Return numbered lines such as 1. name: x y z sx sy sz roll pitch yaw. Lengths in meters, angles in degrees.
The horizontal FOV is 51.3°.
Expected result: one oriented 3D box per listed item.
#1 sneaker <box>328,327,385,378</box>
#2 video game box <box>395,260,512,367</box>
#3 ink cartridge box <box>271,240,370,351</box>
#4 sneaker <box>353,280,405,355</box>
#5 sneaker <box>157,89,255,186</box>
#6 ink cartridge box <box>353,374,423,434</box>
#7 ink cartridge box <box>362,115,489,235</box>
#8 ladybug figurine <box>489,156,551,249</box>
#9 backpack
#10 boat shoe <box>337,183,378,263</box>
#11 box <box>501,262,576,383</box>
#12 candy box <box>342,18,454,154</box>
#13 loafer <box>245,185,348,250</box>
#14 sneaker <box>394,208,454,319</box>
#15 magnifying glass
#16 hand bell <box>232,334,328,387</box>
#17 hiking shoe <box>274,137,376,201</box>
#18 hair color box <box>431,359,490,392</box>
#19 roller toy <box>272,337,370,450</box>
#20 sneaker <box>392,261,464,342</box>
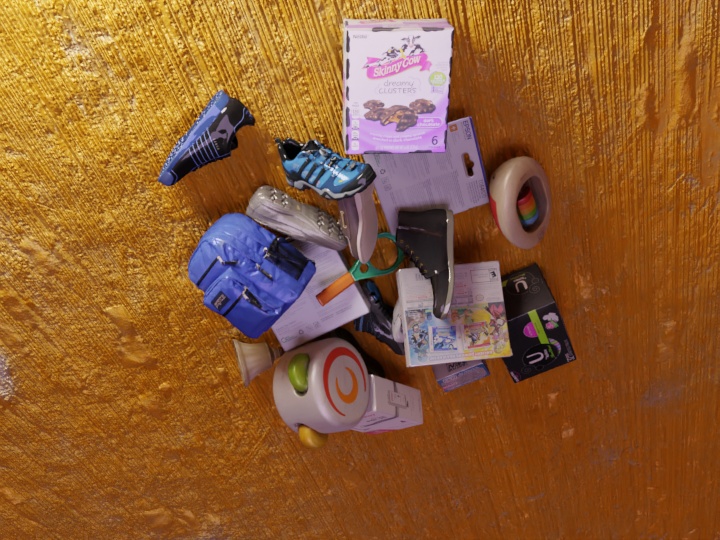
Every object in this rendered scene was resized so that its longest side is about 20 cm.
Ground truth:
1. sneaker: -0.024 0.201 1.631 0.075 0.071 0.200 -29 128 17
2. video game box: 0.175 0.082 1.416 0.198 0.184 0.047 -4 169 -8
3. ink cartridge box: -0.109 0.033 1.474 0.195 0.043 0.201 -25 103 13
4. sneaker: 0.033 0.106 1.566 0.082 0.073 0.200 -25 120 18
5. sneaker: -0.257 -0.202 1.246 0.078 0.070 0.200 34 117 -24
6. ink cartridge box: 0.026 0.299 1.657 0.146 0.083 0.200 -19 153 30
7. ink cartridge box: 0.120 -0.175 1.350 0.199 0.041 0.200 -17 131 5
8. ladybug figurine: 0.290 -0.124 1.382 0.136 0.072 0.201 -46 133 -22
9. backpack: -0.207 0.004 1.346 0.200 0.168 0.162 40 127 -8
10. boat shoe: -0.010 -0.101 1.351 0.059 0.072 0.201 15 135 22
11. box: 0.347 0.113 1.580 0.148 0.125 0.200 -24 131 11
12. candy box: 0.056 -0.292 1.193 0.166 0.072 0.201 -2 120 -4
13. loafer: -0.114 -0.086 1.376 0.199 0.070 0.070 28 127 -20
14. sneaker: 0.114 -0.011 1.367 0.105 0.202 0.075 1 173 -2
15. magnifying glass: 0.000 0.000 1.434 0.199 0.022 0.080 -36 106 -11
16. hand bell: -0.162 0.169 1.589 0.199 0.104 0.105 -16 133 -13
17. hiking shoe: -0.065 -0.172 1.241 0.199 0.075 0.087 11 142 39
18. hair color box: 0.181 0.133 1.515 0.099 0.201 0.061 -23 141 12
19. roller toy: -0.081 0.237 1.511 0.139 0.182 0.201 -16 104 35
20. sneaker: 0.137 0.059 1.491 0.114 0.075 0.201 15 102 -9
